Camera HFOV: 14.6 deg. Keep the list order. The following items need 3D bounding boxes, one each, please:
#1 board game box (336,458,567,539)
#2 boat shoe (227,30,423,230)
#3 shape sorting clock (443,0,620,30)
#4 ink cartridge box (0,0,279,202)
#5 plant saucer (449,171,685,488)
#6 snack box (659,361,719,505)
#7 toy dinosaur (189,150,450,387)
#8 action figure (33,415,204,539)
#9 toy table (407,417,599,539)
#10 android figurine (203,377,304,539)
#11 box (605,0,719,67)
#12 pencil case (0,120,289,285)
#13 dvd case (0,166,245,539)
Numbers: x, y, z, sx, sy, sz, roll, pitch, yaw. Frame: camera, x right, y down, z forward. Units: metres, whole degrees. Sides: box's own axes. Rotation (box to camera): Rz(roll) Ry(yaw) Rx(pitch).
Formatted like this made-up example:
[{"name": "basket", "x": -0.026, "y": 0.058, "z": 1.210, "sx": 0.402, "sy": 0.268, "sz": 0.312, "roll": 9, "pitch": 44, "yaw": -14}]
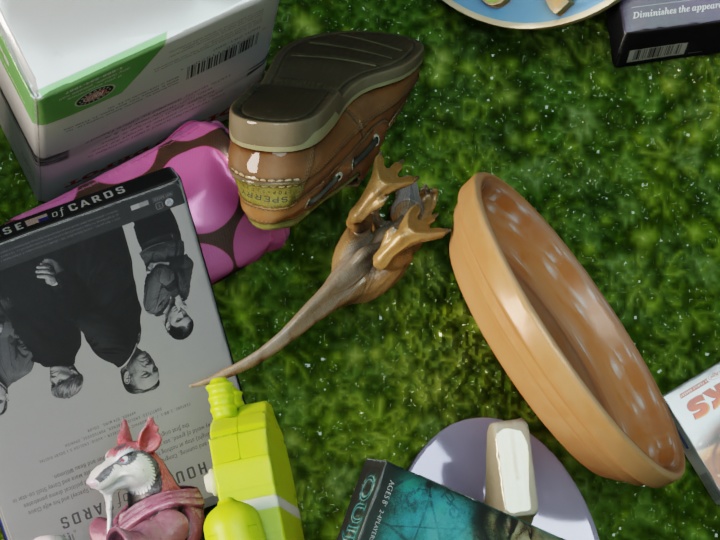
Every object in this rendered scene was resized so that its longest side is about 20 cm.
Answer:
[{"name": "board game box", "x": 0.029, "y": 0.213, "z": 1.431, "sx": 0.135, "sy": 0.028, "sz": 0.200, "roll": 25, "pitch": 79, "yaw": -24}, {"name": "boat shoe", "x": -0.023, "y": -0.081, "z": 1.566, "sx": 0.072, "sy": 0.200, "sz": 0.068, "roll": 11, "pitch": 114, "yaw": 23}, {"name": "shape sorting clock", "x": 0.100, "y": -0.238, "z": 1.611, "sx": 0.200, "sy": 0.039, "sz": 0.201, "roll": -3, "pitch": 84, "yaw": 31}, {"name": "ink cartridge box", "x": -0.129, "y": -0.125, "z": 1.529, "sx": 0.146, "sy": 0.200, "sz": 0.084, "roll": -25, "pitch": 80, "yaw": -12}, {"name": "plant saucer", "x": 0.108, "y": 0.038, "z": 1.540, "sx": 0.037, "sy": 0.200, "sz": 0.200, "roll": -35, "pitch": 85, "yaw": 13}, {"name": "snack box", "x": 0.274, "y": 0.056, "z": 1.635, "sx": 0.200, "sy": 0.024, "sz": 0.072, "roll": -30, "pitch": 83, "yaw": -11}, {"name": "toy dinosaur", "x": 0.000, "y": 0.000, "z": 1.542, "sx": 0.060, "sy": 0.106, "sz": 0.200, "roll": 38, "pitch": 42, "yaw": 10}, {"name": "action figure", "x": -0.106, "y": 0.177, "z": 1.491, "sx": 0.148, "sy": 0.134, "sz": 0.201, "roll": 2, "pitch": 95, "yaw": -8}, {"name": "toy table", "x": 0.082, "y": 0.177, "z": 1.541, "sx": 0.183, "sy": 0.117, "sz": 0.201, "roll": -18, "pitch": 83, "yaw": -10}, {"name": "android figurine", "x": -0.051, "y": 0.156, "z": 1.494, "sx": 0.041, "sy": 0.182, "sz": 0.201, "roll": -13, "pitch": 83, "yaw": 2}, {"name": "box", "x": 0.238, "y": -0.207, "z": 1.643, "sx": 0.199, "sy": 0.079, "sz": 0.142, "roll": -8, "pitch": 78, "yaw": -1}, {"name": "pencil case", "x": -0.144, "y": -0.011, "z": 1.563, "sx": 0.200, "sy": 0.091, "sz": 0.094, "roll": -27, "pitch": 83, "yaw": -14}, {"name": "dvd case", "x": -0.144, "y": 0.058, "z": 1.524, "sx": 0.150, "sy": 0.025, "sz": 0.200, "roll": -20, "pitch": 120, "yaw": -11}]
